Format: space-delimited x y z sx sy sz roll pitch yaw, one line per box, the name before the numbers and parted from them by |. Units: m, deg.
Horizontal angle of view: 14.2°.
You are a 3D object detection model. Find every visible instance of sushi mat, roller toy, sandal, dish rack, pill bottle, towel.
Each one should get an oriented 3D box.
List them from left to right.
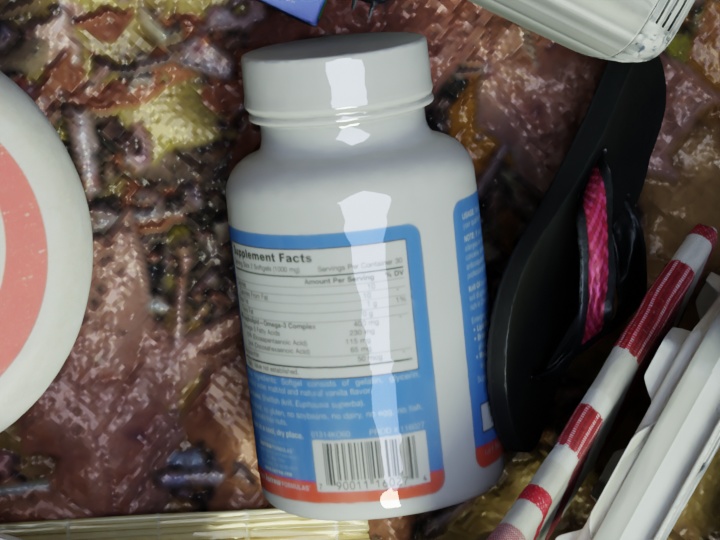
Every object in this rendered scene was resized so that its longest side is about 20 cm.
roller toy | -0.208 -0.012 1.199 0.200 0.140 0.183 32 90 -15
sushi mat | -0.091 0.157 1.320 0.199 0.012 0.096 -2 100 -13
pill bottle | 0.000 0.000 1.266 0.112 0.112 0.201 -8 100 -12
towel | 0.089 0.081 1.262 0.023 0.144 0.200 32 69 8
sandal | 0.106 -0.012 1.281 0.045 0.075 0.200 14 69 26
dish rack | 0.136 0.073 1.268 0.043 0.200 0.172 30 107 7

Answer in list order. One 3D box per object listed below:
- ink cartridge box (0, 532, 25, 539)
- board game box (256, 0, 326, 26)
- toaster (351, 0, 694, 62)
ink cartridge box | -0.132 0.161 1.209 0.199 0.145 0.084 22 81 -24
board game box | -0.081 -0.209 1.251 0.200 0.034 0.136 25 92 -16
toaster | 0.093 -0.177 1.259 0.129 0.114 0.201 26 90 -18
